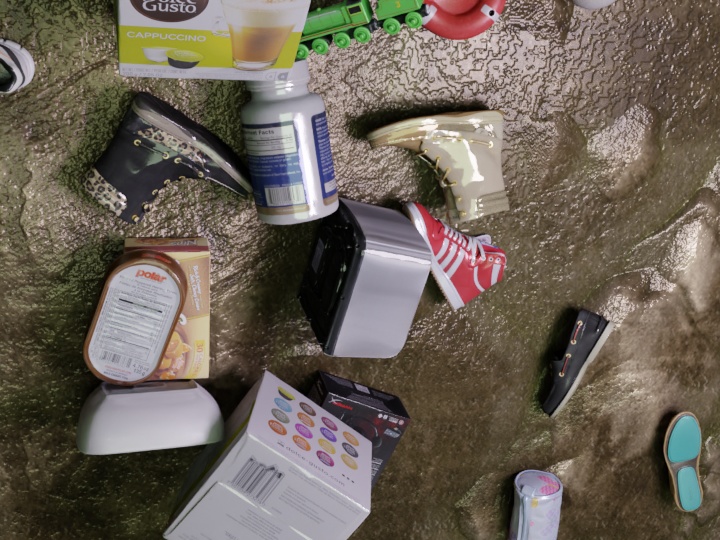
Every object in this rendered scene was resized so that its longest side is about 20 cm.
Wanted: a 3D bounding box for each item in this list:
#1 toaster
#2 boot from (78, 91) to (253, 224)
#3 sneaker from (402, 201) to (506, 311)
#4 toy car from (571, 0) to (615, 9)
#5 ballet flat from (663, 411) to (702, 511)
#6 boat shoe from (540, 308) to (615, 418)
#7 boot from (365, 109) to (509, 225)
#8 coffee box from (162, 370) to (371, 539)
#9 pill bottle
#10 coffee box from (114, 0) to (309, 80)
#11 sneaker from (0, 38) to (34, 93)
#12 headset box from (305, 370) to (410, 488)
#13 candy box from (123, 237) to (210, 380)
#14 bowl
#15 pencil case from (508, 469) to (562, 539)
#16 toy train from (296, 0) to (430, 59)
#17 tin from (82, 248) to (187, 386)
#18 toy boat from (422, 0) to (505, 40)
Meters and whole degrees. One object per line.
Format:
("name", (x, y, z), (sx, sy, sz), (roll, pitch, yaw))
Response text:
("toaster", (0.000, 0.000, 1.307), (0.118, 0.181, 0.200), (9, 112, -22))
("boot", (-0.252, -0.124, 1.242), (0.151, 0.073, 0.200), (-46, 127, 14))
("sneaker", (0.142, -0.041, 1.385), (0.112, 0.071, 0.200), (-28, 125, 3))
("toy car", (0.344, -0.437, 1.219), (0.200, 0.150, 0.175), (-23, 118, -4))
("ballet flat", (0.564, 0.330, 1.671), (0.068, 0.063, 0.201), (-9, 109, -2))
("boat shoe", (0.339, 0.152, 1.532), (0.063, 0.074, 0.202), (28, 119, 12))
("boot", (0.111, -0.139, 1.314), (0.199, 0.073, 0.156), (-9, 98, -18))
("coffee box", (-0.121, 0.302, 1.323), (0.199, 0.198, 0.200), (36, 105, -9))
("pill bottle", (-0.095, -0.169, 1.229), (0.111, 0.111, 0.201), (-11, 107, -10))
("coffee box", (-0.171, -0.350, 1.040), (0.199, 0.201, 0.198), (-2, 157, -15))
("sneaker", (-0.491, -0.258, 1.114), (0.199, 0.080, 0.074), (9, 112, -17))
("headset box", (-0.037, 0.275, 1.475), (0.149, 0.077, 0.200), (22, 104, -22))
("candy box", (-0.270, 0.055, 1.324), (0.115, 0.055, 0.201), (-1, 114, -13))
("bowl", (-0.292, 0.195, 1.314), (0.199, 0.200, 0.075), (-1, 92, -17))
("pencil case", (0.296, 0.445, 1.635), (0.091, 0.083, 0.201), (-12, 117, -34))
("toy train", (-0.009, -0.316, 1.192), (0.199, 0.042, 0.056), (-9, 127, 24))
("tin", (-0.303, 0.067, 1.272), (0.112, 0.042, 0.200), (17, 111, -19))
("toy boat", (0.102, -0.376, 1.191), (0.200, 0.131, 0.131), (32, 103, -25))
